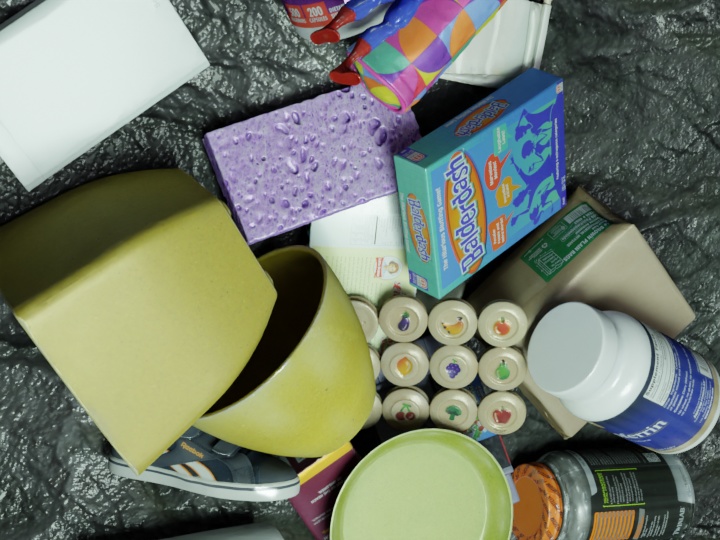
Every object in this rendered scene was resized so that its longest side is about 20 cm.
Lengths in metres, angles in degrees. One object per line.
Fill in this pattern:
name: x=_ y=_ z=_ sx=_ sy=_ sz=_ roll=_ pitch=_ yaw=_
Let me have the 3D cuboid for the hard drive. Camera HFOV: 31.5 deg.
hard drive: x=-0.249 y=-0.179 z=1.124 sx=0.200 sy=0.026 sz=0.132 roll=-36 pitch=122 yaw=-5

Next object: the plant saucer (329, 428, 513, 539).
plant saucer: x=0.059 y=0.256 z=1.303 sx=0.199 sy=0.031 sz=0.201 roll=-3 pitch=98 yaw=-19

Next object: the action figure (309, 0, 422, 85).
action figure: x=0.058 y=-0.235 z=1.074 sx=0.200 sy=0.099 sz=0.065 roll=-50 pitch=129 yaw=-30

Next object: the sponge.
sponge: x=-0.038 y=-0.108 z=1.218 sx=0.199 sy=0.030 sz=0.112 roll=-20 pitch=90 yaw=-15

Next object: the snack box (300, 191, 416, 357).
snack box: x=0.000 y=0.000 z=1.295 sx=0.116 sy=0.037 sz=0.201 roll=2 pitch=112 yaw=-10

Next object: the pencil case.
pencil case: x=0.073 y=-0.240 z=1.181 sx=0.200 sy=0.088 sz=0.088 roll=-48 pitch=123 yaw=-8

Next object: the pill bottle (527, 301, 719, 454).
pill bottle: x=0.268 y=0.107 z=1.296 sx=0.200 sy=0.116 sz=0.116 roll=26 pitch=101 yaw=-37

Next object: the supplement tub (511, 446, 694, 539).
supplement tub: x=0.280 y=0.270 z=1.502 sx=0.199 sy=0.123 sz=0.123 roll=2 pitch=112 yaw=-24

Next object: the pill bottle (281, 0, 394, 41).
pill bottle: x=-0.041 y=-0.308 z=1.107 sx=0.112 sy=0.112 sz=0.200 roll=-30 pitch=121 yaw=-9

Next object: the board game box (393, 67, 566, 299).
board game box: x=0.123 y=-0.087 z=1.250 sx=0.200 sy=0.045 sz=0.153 roll=-35 pitch=134 yaw=-30

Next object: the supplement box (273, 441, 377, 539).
supplement box: x=-0.023 y=0.244 z=1.363 sx=0.086 sy=0.110 sz=0.200 roll=-34 pitch=121 yaw=-6

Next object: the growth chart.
growth chart: x=0.106 y=-0.246 z=1.247 sx=0.199 sy=0.018 sz=0.145 roll=11 pitch=98 yaw=-28

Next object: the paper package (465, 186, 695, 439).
paper package: x=0.232 y=0.047 z=1.380 sx=0.200 sy=0.103 sz=0.191 roll=-43 pitch=130 yaw=0

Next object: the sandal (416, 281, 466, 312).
sandal: x=0.095 y=-0.028 z=1.323 sx=0.081 sy=0.055 sz=0.201 roll=5 pitch=116 yaw=-25

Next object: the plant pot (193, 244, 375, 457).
plant pot: x=-0.066 y=0.098 z=1.218 sx=0.200 sy=0.200 sz=0.142 roll=-45 pitch=119 yaw=0

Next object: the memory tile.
memory tile: x=0.069 y=0.097 z=1.292 sx=0.199 sy=0.017 sz=0.154 roll=1 pitch=113 yaw=6

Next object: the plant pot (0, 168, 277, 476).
plant pot: x=-0.195 y=0.020 z=1.147 sx=0.200 sy=0.194 sz=0.196 roll=-36 pitch=122 yaw=-11

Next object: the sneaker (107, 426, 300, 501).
sneaker: x=-0.153 y=0.173 z=1.247 sx=0.199 sy=0.078 sz=0.080 roll=8 pitch=96 yaw=14

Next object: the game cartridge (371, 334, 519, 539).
game cartridge: x=0.081 y=0.171 z=1.361 sx=0.129 sy=0.038 sz=0.201 roll=-19 pitch=83 yaw=-12

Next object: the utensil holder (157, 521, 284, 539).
utensil holder: x=-0.176 y=0.353 z=1.313 sx=0.199 sy=0.170 sz=0.171 roll=-8 pitch=115 yaw=-23
